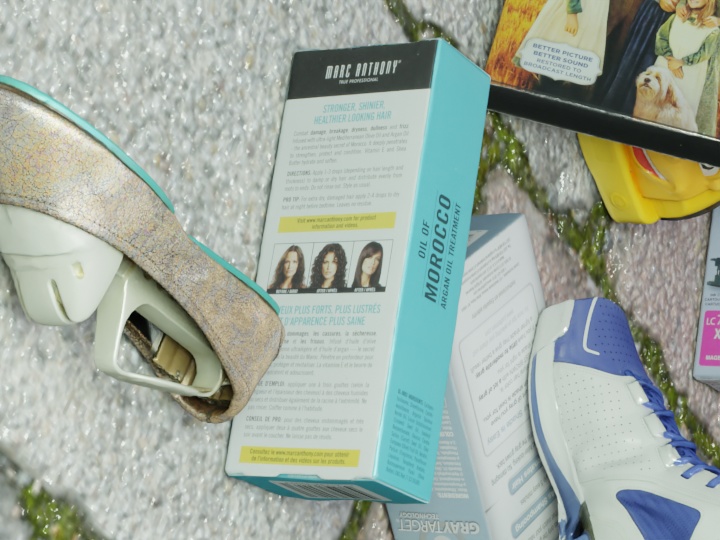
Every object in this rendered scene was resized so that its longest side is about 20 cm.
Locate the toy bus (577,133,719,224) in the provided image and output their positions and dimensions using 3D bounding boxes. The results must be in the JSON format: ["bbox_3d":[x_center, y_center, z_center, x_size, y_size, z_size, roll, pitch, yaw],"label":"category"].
[{"bbox_3d":[0.244,-0.107,1.221,0.200,0.192,0.136,-38,125,-30],"label":"toy bus"}]

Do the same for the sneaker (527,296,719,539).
[{"bbox_3d":[0.149,0.107,1.033,0.081,0.115,0.200,36,44,-53],"label":"sneaker"}]

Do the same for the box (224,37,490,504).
[{"bbox_3d":[0.000,0.000,0.980,0.049,0.082,0.201,29,65,-52],"label":"box"}]

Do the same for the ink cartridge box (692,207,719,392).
[{"bbox_3d":[0.262,-0.013,1.393,0.119,0.042,0.201,27,65,-52],"label":"ink cartridge box"}]

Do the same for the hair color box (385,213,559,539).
[{"bbox_3d":[0.056,0.083,1.075,0.099,0.060,0.201,-36,117,-51],"label":"hair color box"}]

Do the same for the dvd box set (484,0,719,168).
[{"bbox_3d":[0.156,-0.158,1.164,0.029,0.146,0.201,92,15,-64],"label":"dvd box set"}]

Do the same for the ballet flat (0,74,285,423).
[{"bbox_3d":[-0.095,0.002,0.860,0.200,0.068,0.068,43,62,-43],"label":"ballet flat"}]
